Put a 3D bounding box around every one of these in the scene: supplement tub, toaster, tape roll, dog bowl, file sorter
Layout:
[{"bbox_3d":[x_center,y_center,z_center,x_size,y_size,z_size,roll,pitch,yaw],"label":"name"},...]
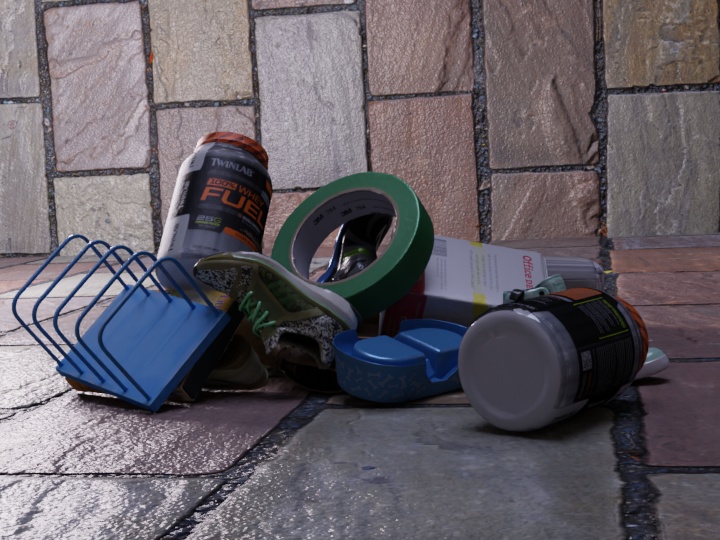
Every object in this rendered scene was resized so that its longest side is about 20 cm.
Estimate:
[{"bbox_3d":[0.197,0.083,1.234,0.122,0.123,0.200,2,7,40],"label":"supplement tub"},{"bbox_3d":[0.269,0.034,1.784,0.129,0.114,0.200,0,3,-6],"label":"toaster"},{"bbox_3d":[-0.011,-0.029,1.508,0.200,0.201,0.048,1,-35,33],"label":"tape roll"},{"bbox_3d":[0.055,0.101,1.394,0.200,0.050,0.111,-9,23,-43],"label":"dog bowl"},{"bbox_3d":[-0.178,-0.066,1.556,0.122,0.201,0.123,6,-31,4],"label":"supplement tub"},{"bbox_3d":[-0.278,0.050,1.413,0.200,0.123,0.139,12,57,45],"label":"file sorter"}]

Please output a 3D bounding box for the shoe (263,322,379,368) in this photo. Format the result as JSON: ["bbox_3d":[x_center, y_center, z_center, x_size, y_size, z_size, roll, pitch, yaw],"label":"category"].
[{"bbox_3d":[-0.044,0.098,1.571,0.199,0.054,0.070,0,14,17],"label":"shoe"}]

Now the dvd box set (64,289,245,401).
[{"bbox_3d":[-0.240,0.084,1.474,0.199,0.029,0.147,-1,47,37],"label":"dvd box set"}]

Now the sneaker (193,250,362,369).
[{"bbox_3d":[-0.099,0.046,1.394,0.199,0.089,0.077,24,-35,-3],"label":"sneaker"}]

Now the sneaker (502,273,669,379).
[{"bbox_3d":[0.249,0.065,1.419,0.200,0.119,0.074,1,5,24],"label":"sneaker"}]

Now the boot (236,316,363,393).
[{"bbox_3d":[-0.081,0.095,1.461,0.199,0.074,0.075,13,23,26],"label":"boot"}]

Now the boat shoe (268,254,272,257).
[{"bbox_3d":[-0.104,0.037,1.607,0.062,0.072,0.200,10,27,6],"label":"boat shoe"}]

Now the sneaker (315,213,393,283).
[{"bbox_3d":[0.000,0.000,1.563,0.082,0.200,0.071,7,-35,29],"label":"sneaker"}]

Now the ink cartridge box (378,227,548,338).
[{"bbox_3d":[0.128,0.032,1.554,0.199,0.084,0.145,9,32,-2],"label":"ink cartridge box"}]

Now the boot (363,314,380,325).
[{"bbox_3d":[0.004,0.076,1.638,0.199,0.076,0.074,-4,6,0],"label":"boot"}]

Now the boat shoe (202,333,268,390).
[{"bbox_3d":[-0.199,0.113,1.494,0.200,0.063,0.073,-4,46,35],"label":"boat shoe"}]
